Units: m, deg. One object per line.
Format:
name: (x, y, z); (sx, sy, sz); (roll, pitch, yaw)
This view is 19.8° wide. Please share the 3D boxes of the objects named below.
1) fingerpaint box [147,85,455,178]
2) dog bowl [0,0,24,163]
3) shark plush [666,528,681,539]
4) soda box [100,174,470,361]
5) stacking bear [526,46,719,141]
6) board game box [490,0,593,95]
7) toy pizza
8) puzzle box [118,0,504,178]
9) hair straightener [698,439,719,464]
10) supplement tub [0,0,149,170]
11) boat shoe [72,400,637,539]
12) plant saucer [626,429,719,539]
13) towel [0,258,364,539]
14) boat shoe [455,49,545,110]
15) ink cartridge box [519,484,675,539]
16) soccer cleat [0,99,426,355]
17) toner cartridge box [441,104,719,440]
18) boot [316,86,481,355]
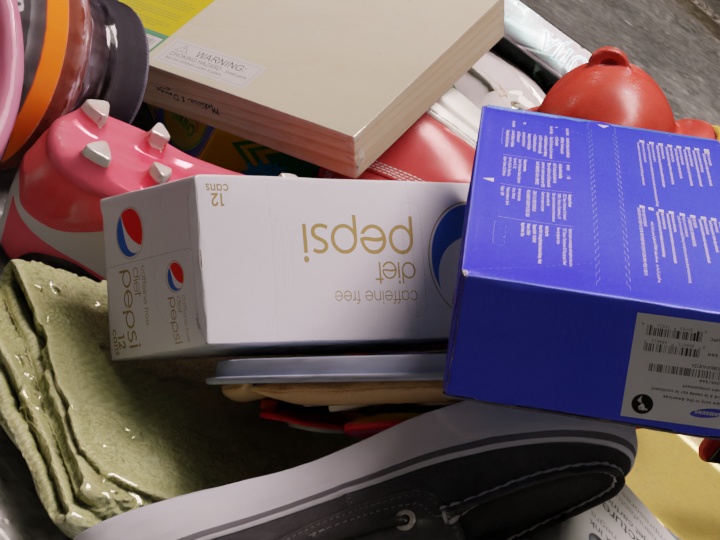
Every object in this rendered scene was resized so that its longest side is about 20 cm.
fingerpaint box: (-0.033, -0.104, 1.098); (0.166, 0.073, 0.200); (18, 29, -32)
dog bowl: (-0.204, -0.078, 0.707); (0.200, 0.074, 0.201); (13, 68, -34)
shark plush: (0.104, 0.138, 0.891); (0.200, 0.091, 0.083); (28, -4, 19)
soda box: (0.000, 0.000, 0.814); (0.200, 0.068, 0.064); (-1, 83, -39)
stacking bear: (0.174, -0.031, 1.111); (0.200, 0.121, 0.114); (43, 35, -15)
board game box: (0.063, -0.143, 1.260); (0.200, 0.028, 0.135); (37, -15, 5)
toy pizza: (0.042, 0.046, 0.768); (0.199, 0.032, 0.200); (-2, -2, 0)
puzzle box: (-0.049, -0.117, 0.980); (0.200, 0.025, 0.133); (22, 47, 27)
hair straightener: (0.248, 0.114, 1.006); (0.200, 0.041, 0.077); (17, 30, -44)
supplement tub: (-0.186, -0.102, 0.857); (0.200, 0.107, 0.107); (11, 33, -41)
boat shoe: (0.001, 0.097, 0.682); (0.199, 0.070, 0.066); (-14, 58, -4)
plant saucer: (0.170, 0.117, 0.992); (0.200, 0.049, 0.200); (42, 24, 14)
towel: (-0.055, 0.067, 0.807); (0.200, 0.037, 0.149); (15, 30, -36)
boat shoe: (0.082, -0.065, 1.180); (0.200, 0.071, 0.069); (45, 25, 18)
ink cartridge box: (0.082, 0.171, 0.700); (0.147, 0.083, 0.200); (48, 23, -11)
soccer cleat: (-0.056, -0.005, 0.884); (0.200, 0.077, 0.067); (24, 36, -24)
toner cartridge box: (0.081, -0.006, 0.707); (0.095, 0.043, 0.200); (10, 20, 2)
boot: (0.057, 0.012, 0.971); (0.200, 0.072, 0.144); (32, 63, -5)
